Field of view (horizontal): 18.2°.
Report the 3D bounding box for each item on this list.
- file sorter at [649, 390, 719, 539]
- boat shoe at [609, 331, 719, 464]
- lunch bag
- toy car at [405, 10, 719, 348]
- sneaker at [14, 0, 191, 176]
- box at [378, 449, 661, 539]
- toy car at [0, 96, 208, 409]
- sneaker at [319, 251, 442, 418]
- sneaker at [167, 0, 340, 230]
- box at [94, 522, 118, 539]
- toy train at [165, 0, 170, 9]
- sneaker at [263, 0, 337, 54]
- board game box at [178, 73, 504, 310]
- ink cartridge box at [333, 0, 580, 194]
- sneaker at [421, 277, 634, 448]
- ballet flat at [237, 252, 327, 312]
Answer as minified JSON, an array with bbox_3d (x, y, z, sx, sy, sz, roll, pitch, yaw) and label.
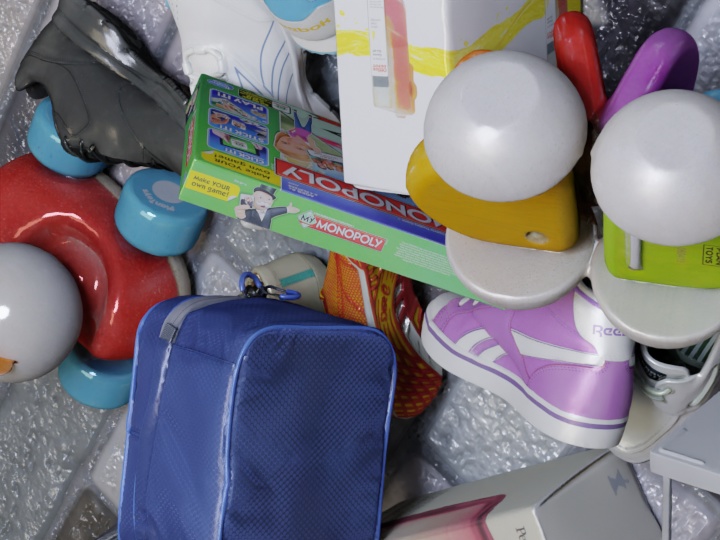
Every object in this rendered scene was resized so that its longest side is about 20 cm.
[{"bbox_3d":[0.278,0.149,1.241,0.200,0.139,0.125,16,121,33],"label":"file sorter"},{"bbox_3d":[0.181,0.042,1.319,0.074,0.067,0.200,38,128,21],"label":"boat shoe"},{"bbox_3d":[-0.072,0.102,1.411,0.132,0.136,0.201,9,93,48],"label":"lunch bag"},{"bbox_3d":[0.131,-0.062,1.182,0.199,0.150,0.175,14,154,15],"label":"toy car"},{"bbox_3d":[-0.152,-0.098,1.506,0.200,0.076,0.091,42,94,27],"label":"sneaker"},{"bbox_3d":[0.088,0.204,1.433,0.200,0.109,0.128,-21,94,42],"label":"box"},{"bbox_3d":[-0.235,0.009,1.550,0.177,0.200,0.185,40,128,19],"label":"toy car"},{"bbox_3d":[0.000,0.000,1.447,0.077,0.073,0.201,13,113,45],"label":"sneaker"},{"bbox_3d":[-0.072,-0.109,1.404,0.074,0.087,0.200,7,138,42],"label":"sneaker"},{"bbox_3d":[-0.136,0.188,1.546,0.158,0.200,0.050,-30,93,43],"label":"box"},{"bbox_3d":[-0.028,-0.172,1.414,0.200,0.056,0.150,25,148,18],"label":"toy train"},{"bbox_3d":[-0.008,-0.230,1.302,0.076,0.081,0.201,6,73,24],"label":"sneaker"},{"bbox_3d":[-0.007,-0.048,1.326,0.199,0.135,0.029,19,113,-11],"label":"board game box"},{"bbox_3d":[0.058,-0.156,1.286,0.083,0.145,0.201,12,116,34],"label":"ink cartridge box"},{"bbox_3d":[0.107,0.020,1.349,0.200,0.072,0.115,29,116,56],"label":"sneaker"},{"bbox_3d":[-0.086,0.061,1.543,0.069,0.069,0.200,46,130,15],"label":"ballet flat"}]
